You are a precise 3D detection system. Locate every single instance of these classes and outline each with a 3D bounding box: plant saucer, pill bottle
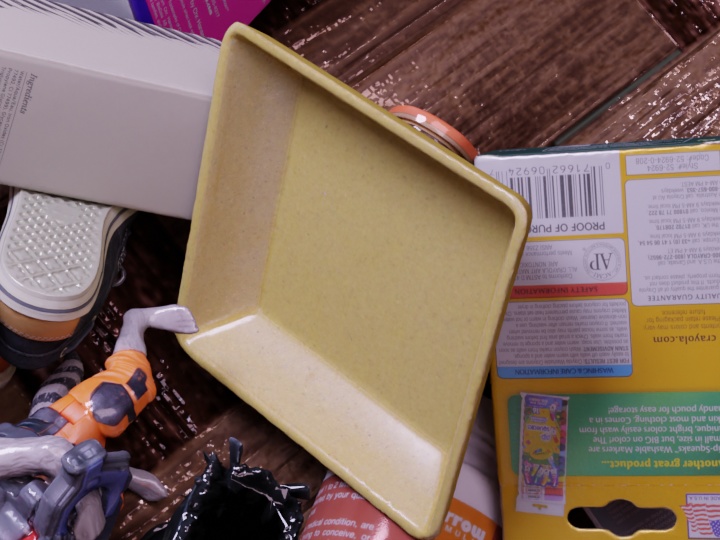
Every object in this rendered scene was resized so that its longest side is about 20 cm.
[{"bbox_3d":[0.000,0.000,0.879,0.200,0.200,0.048,35,39,31],"label":"plant saucer"},{"bbox_3d":[0.019,0.162,0.925,0.112,0.112,0.200,26,63,-8],"label":"pill bottle"}]

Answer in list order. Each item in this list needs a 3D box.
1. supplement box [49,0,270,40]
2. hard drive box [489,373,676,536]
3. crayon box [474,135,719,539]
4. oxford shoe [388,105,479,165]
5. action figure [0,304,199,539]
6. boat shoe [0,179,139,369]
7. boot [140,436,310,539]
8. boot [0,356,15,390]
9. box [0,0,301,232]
[{"bbox_3d":[-0.100,-0.203,1.016,0.101,0.103,0.200,21,56,29],"label":"supplement box"},{"bbox_3d":[0.162,0.073,0.991,0.200,0.077,0.156,56,26,7],"label":"hard drive box"},{"bbox_3d":[0.129,0.037,0.882,0.126,0.052,0.200,-2,97,18],"label":"crayon box"},{"bbox_3d":[0.017,-0.017,0.947,0.071,0.200,0.073,30,64,8],"label":"oxford shoe"},{"bbox_3d":[-0.164,0.118,0.866,0.105,0.200,0.193,35,32,12],"label":"action figure"},{"bbox_3d":[-0.157,-0.019,0.940,0.075,0.062,0.200,17,32,-7],"label":"boat shoe"},{"bbox_3d":[-0.092,0.188,0.848,0.073,0.162,0.198,24,64,-12],"label":"boot"},{"bbox_3d":[-0.236,-0.007,0.878,0.200,0.107,0.075,33,23,-35],"label":"boot"},{"bbox_3d":[-0.138,-0.086,0.919,0.200,0.082,0.068,12,32,-22],"label":"box"}]
